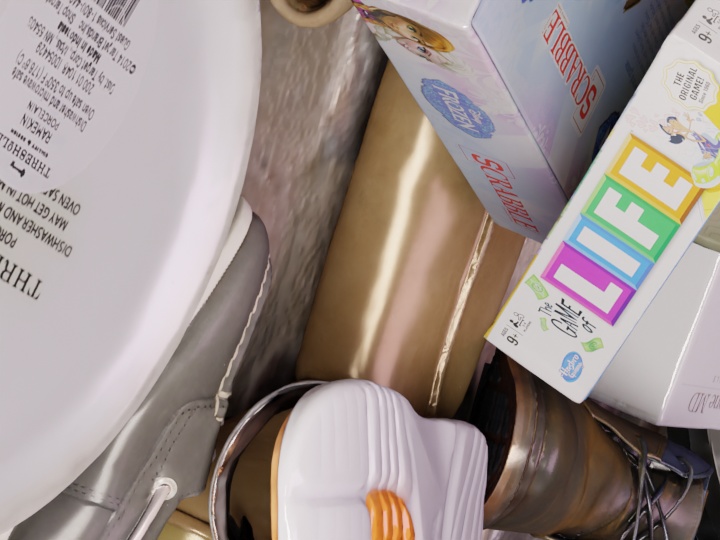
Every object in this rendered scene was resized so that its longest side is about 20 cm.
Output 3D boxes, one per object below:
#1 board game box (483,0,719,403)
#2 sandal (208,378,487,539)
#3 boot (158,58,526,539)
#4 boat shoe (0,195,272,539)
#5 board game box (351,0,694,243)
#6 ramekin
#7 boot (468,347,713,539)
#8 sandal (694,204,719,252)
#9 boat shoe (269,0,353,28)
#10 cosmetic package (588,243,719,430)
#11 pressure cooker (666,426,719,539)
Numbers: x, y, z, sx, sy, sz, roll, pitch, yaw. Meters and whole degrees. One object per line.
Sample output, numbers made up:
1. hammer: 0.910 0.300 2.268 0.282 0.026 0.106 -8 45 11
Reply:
1. board game box: 0.115 -0.069 0.769 0.200 0.034 0.135 -52 173 -41
2. sandal: -0.009 0.074 0.769 0.207 0.059 0.080 25 68 -75
3. boot: 0.000 0.000 0.860 0.175 0.066 0.201 14 96 -69
4. boat shoe: -0.080 0.071 0.738 0.057 0.067 0.200 42 76 -28
5. board game box: 0.075 -0.125 0.780 0.201 0.041 0.200 -65 159 -10
6. ramekin: -0.108 -0.031 0.580 0.200 0.105 0.201 -41 143 -41
7. boot: 0.084 0.067 0.944 0.200 0.096 0.075 65 41 -87
8. sandal: 0.119 -0.083 0.955 0.079 0.057 0.202 -27 123 -5
9. boat shoe: 0.002 -0.155 0.726 0.065 0.071 0.201 -45 147 -40
10. cosmetic package: 0.140 -0.042 1.071 0.101 0.071 0.201 8 103 -63
11. pressure cooker: 0.230 0.063 1.190 0.175 0.199 0.180 -24 97 -46
